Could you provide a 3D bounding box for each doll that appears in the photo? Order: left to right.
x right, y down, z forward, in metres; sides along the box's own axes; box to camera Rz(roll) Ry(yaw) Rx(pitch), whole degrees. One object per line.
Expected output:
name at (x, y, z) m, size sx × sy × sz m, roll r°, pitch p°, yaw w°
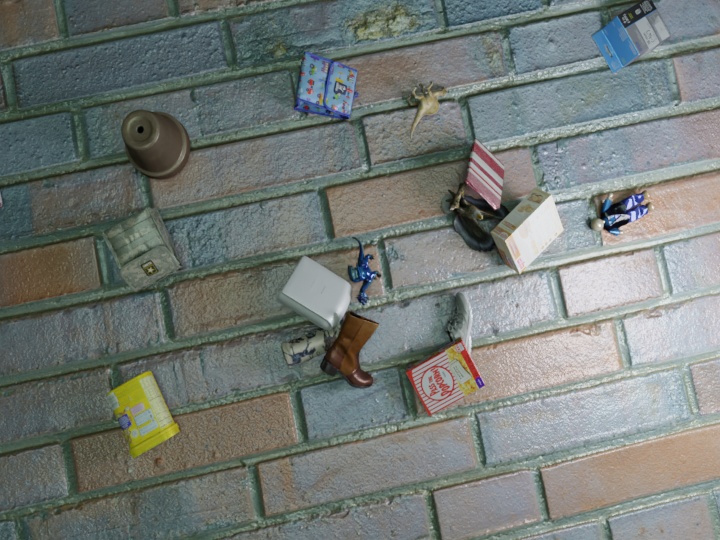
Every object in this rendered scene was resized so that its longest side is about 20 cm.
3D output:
doll at (0.817, -0.182, 1.712) m, size 0.195 × 0.048 × 0.140 m, roll -26°, pitch 96°, yaw 3°

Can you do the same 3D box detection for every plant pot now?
plant pot at (-0.625, -0.394, 1.611) m, size 0.192 × 0.175 × 0.209 m, roll 0°, pitch 85°, yaw -2°

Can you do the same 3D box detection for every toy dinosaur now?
toy dinosaur at (0.198, -0.526, 1.708) m, size 0.101 × 0.058 × 0.201 m, roll 40°, pitch 86°, yaw 0°

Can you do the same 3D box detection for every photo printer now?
photo printer at (-0.128, 0.071, 1.620) m, size 0.196 × 0.070 × 0.169 m, roll 31°, pitch 54°, yaw 0°

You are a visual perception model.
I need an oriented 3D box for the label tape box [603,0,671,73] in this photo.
label tape box at (0.875, -0.759, 1.746) m, size 0.196 × 0.063 × 0.147 m, roll -31°, pitch 87°, yaw -4°

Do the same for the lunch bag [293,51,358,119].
lunch bag at (-0.100, -0.569, 1.697) m, size 0.192 × 0.094 × 0.157 m, roll 10°, pitch 84°, yaw -14°

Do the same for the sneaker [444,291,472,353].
sneaker at (0.297, 0.168, 1.655) m, size 0.078 × 0.075 × 0.209 m, roll 0°, pitch 87°, yaw -4°

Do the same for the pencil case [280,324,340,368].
pencil case at (-0.149, 0.222, 1.636) m, size 0.194 × 0.090 × 0.080 m, roll -23°, pitch 115°, yaw -3°

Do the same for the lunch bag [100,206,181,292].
lunch bag at (-0.647, -0.058, 1.618) m, size 0.160 × 0.118 × 0.205 m, roll -27°, pitch 93°, yaw -5°

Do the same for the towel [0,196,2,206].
towel at (-1.205, -0.235, 1.651) m, size 0.194 × 0.030 × 0.151 m, roll -21°, pitch 86°, yaw -3°

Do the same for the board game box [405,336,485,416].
board game box at (0.254, 0.319, 1.630) m, size 0.196 × 0.046 × 0.155 m, roll -31°, pitch 94°, yaw 10°

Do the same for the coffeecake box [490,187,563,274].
coffeecake box at (0.508, -0.120, 1.646) m, size 0.199 × 0.073 × 0.155 m, roll -43°, pitch 129°, yaw -5°

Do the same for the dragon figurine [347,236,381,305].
dragon figurine at (0.000, 0.000, 1.646) m, size 0.097 × 0.058 × 0.206 m, roll -24°, pitch 95°, yaw -33°

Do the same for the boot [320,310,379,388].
boot at (-0.002, 0.234, 1.604) m, size 0.184 × 0.069 × 0.204 m, roll 28°, pitch 103°, yaw -13°

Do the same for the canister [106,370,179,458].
canister at (-0.643, 0.422, 1.599) m, size 0.145 × 0.087 × 0.205 m, roll -27°, pitch 86°, yaw -4°

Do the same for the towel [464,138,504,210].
towel at (0.379, -0.295, 1.646) m, size 0.143 × 0.023 × 0.204 m, roll 37°, pitch 48°, yaw -20°

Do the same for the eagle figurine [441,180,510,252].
eagle figurine at (0.352, -0.172, 1.672) m, size 0.197 × 0.155 × 0.150 m, roll 33°, pitch 129°, yaw -28°
